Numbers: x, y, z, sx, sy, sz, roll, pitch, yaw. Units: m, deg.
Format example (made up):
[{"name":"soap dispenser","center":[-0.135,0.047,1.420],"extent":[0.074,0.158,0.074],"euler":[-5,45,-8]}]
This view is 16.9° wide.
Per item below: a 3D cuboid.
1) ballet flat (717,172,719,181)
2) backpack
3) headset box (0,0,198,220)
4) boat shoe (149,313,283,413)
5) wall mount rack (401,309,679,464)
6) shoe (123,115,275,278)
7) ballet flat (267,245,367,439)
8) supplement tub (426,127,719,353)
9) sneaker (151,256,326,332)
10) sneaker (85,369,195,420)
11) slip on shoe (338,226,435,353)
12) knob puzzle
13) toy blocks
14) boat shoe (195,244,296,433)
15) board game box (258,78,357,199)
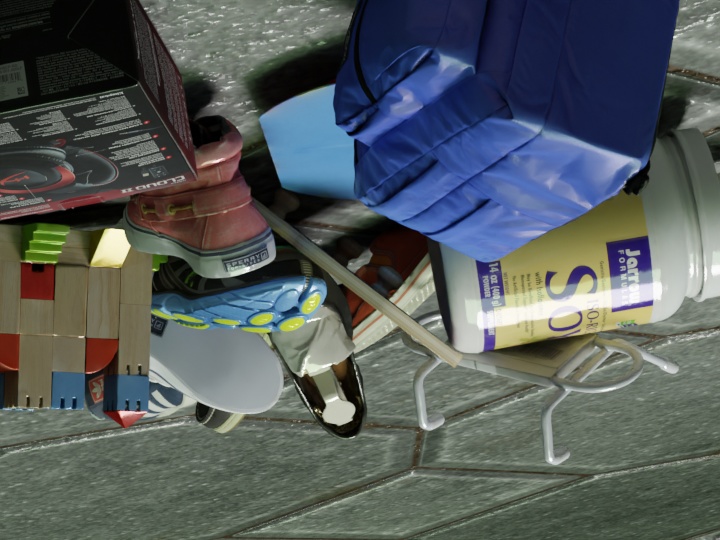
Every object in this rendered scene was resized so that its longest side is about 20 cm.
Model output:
[{"name":"ballet flat","center":[0.311,-0.057,1.840],"extent":[0.200,0.072,0.072],"euler":[-26,171,-23]},{"name":"backpack","center":[0.071,-0.111,1.379],"extent":[0.168,0.163,0.200],"euler":[25,153,-13]},{"name":"headset box","center":[-0.184,-0.094,1.411],"extent":[0.148,0.075,0.200],"euler":[-11,164,5]},{"name":"boat shoe","center":[-0.152,0.049,1.846],"extent":[0.200,0.074,0.065],"euler":[31,168,-12]},{"name":"wall mount rack","center":[0.136,0.071,1.785],"extent":[0.200,0.075,0.174],"euler":[13,-146,36]},{"name":"shoe","center":[-0.115,-0.059,1.594],"extent":[0.071,0.091,0.200],"euler":[-19,-163,-18]},{"name":"ballet flat","center":[-0.030,0.062,1.848],"extent":[0.068,0.068,0.200],"euler":[-23,140,2]},{"name":"supplement tub","center":[0.151,-0.026,1.725],"extent":[0.200,0.146,0.145],"euler":[-10,164,-2]},{"name":"sneaker","center":[-0.093,0.000,1.726],"extent":[0.071,0.083,0.200],"euler":[18,172,-31]},{"name":"sneaker","center":[-0.190,0.091,2.032],"extent":[0.084,0.075,0.200],"euler":[-10,165,-16]},{"name":"slip on shoe","center":[0.037,-0.008,1.865],"extent":[0.074,0.061,0.200],"euler":[-26,168,-47]},{"name":"knob puzzle","center":[0.000,0.000,1.715],"extent":[0.030,0.220,0.220],"euler":[-52,159,0]},{"name":"toy blocks","center":[-0.225,0.040,1.692],"extent":[0.200,0.137,0.100],"euler":[5,174,-31]},{"name":"boat shoe","center":[-0.102,0.050,1.915],"extent":[0.066,0.072,0.201],"euler":[12,134,-17]},{"name":"board game box","center":[0.017,-0.102,1.583],"extent":[0.158,0.039,0.200],"euler":[-6,159,4]}]
